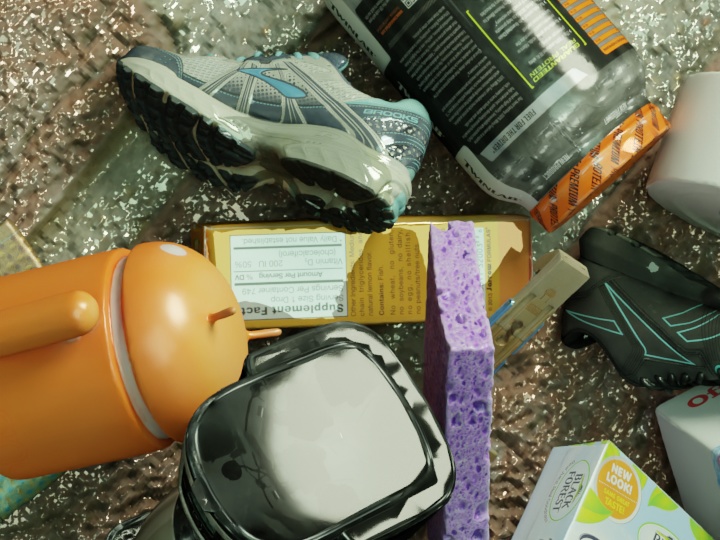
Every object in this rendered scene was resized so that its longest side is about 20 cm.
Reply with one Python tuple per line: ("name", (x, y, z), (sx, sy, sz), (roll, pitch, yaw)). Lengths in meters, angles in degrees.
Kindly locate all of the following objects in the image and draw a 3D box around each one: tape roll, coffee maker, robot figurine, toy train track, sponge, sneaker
("tape roll", (0.275, -0.049, 1.355), (0.201, 0.202, 0.071), (21, 84, -11))
("coffee maker", (-0.032, 0.115, 1.236), (0.135, 0.200, 0.192), (39, 56, 3))
("robot figurine", (-0.148, 0.050, 1.270), (0.199, 0.117, 0.144), (-13, 122, 15))
("toy train track", (0.058, 0.055, 1.353), (0.114, 0.033, 0.200), (32, 117, -26))
("sponge", (0.054, 0.085, 1.283), (0.030, 0.112, 0.201), (-3, 127, -4))
("sneaker", (0.202, 0.044, 1.364), (0.075, 0.200, 0.080), (23, 94, -49))
("sneaker", (-0.049, -0.092, 1.338), (0.199, 0.078, 0.087), (24, 62, 17))

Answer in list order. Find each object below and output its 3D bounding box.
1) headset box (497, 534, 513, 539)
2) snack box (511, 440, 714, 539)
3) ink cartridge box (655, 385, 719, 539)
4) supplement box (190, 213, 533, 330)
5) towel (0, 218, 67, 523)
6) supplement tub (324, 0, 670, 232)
("headset box", (0.111, 0.235, 1.376), (0.199, 0.075, 0.150), (-17, 92, -12))
("snack box", (0.130, 0.218, 1.277), (0.142, 0.053, 0.201), (43, 58, -25))
("ink cartridge box", (0.294, 0.141, 1.340), (0.145, 0.200, 0.145), (-25, 116, -12))
("supplement box", (0.000, 0.000, 1.364), (0.199, 0.067, 0.069), (0, 91, -12))
("towel", (-0.245, 0.084, 1.332), (0.200, 0.022, 0.147), (-37, 97, -13))
("supplement tub", (0.082, -0.128, 1.340), (0.122, 0.123, 0.200), (-39, 85, -10))
